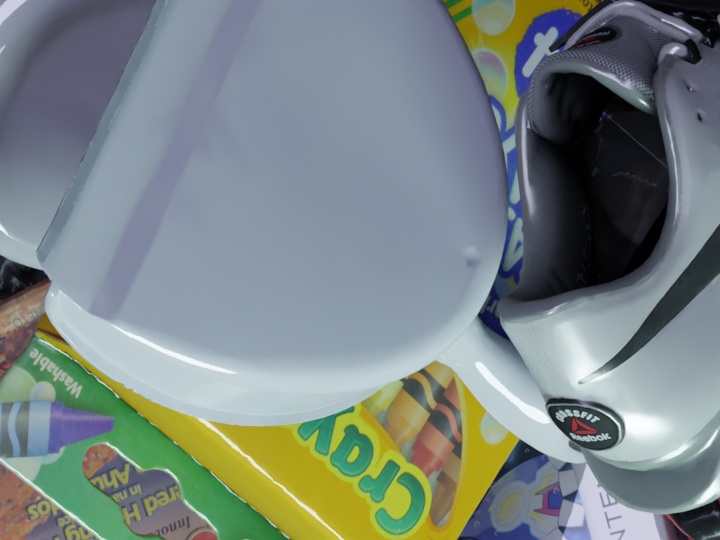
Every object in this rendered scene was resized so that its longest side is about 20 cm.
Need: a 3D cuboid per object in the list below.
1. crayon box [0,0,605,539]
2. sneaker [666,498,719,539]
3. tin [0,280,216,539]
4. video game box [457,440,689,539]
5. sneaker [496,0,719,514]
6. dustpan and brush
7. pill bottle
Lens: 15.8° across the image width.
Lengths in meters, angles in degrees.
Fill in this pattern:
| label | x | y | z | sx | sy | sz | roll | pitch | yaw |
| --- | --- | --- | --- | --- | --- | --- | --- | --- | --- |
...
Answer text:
| label | x | y | z | sx | sy | sz | roll | pitch | yaw |
| --- | --- | --- | --- | --- | --- | --- | --- | --- | --- |
| crayon box | 0.000 | 0.000 | 0.714 | 0.051 | 0.126 | 0.200 | 15 | 67 | 52 |
| sneaker | 0.132 | 0.075 | 0.769 | 0.073 | 0.087 | 0.201 | -17 | 107 | 22 |
| tin | -0.088 | 0.064 | 0.807 | 0.199 | 0.042 | 0.112 | -24 | 76 | 17 |
| video game box | 0.002 | 0.073 | 0.826 | 0.199 | 0.047 | 0.183 | -17 | 81 | 18 |
| sneaker | 0.085 | -0.047 | 0.664 | 0.074 | 0.089 | 0.201 | -9 | 50 | 36 |
| dustpan and brush | 0.007 | -0.003 | 0.660 | 0.057 | 0.200 | 0.140 | -10 | 51 | 53 |
| pill bottle | -0.101 | -0.100 | 0.790 | 0.116 | 0.116 | 0.200 | -46 | 42 | 13 |
